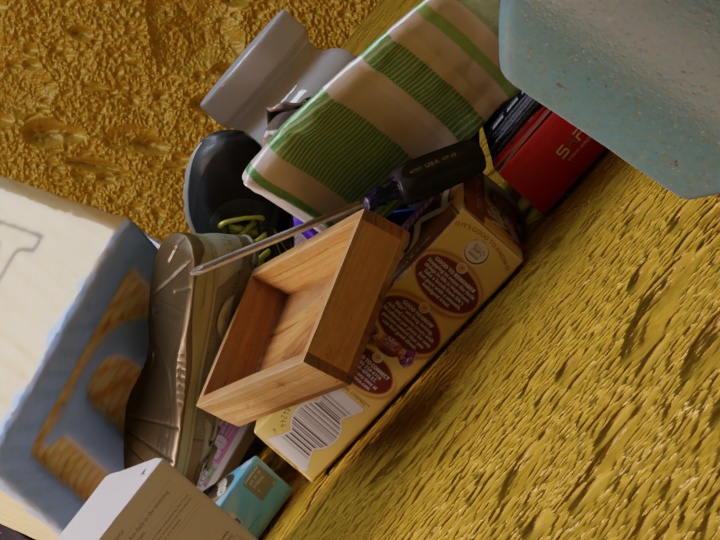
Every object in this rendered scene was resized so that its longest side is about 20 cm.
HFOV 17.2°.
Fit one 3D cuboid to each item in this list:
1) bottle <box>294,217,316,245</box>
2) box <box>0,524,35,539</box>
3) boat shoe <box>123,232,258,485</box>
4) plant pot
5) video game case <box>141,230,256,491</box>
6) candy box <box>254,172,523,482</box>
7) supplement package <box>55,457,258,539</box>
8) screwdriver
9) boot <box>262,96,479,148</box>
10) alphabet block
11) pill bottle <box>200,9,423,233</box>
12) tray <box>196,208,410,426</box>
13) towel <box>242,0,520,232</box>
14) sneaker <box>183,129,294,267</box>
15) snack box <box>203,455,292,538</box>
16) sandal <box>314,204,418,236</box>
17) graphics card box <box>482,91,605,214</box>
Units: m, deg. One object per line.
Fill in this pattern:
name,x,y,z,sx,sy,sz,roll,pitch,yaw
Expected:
bottle,-0.102,0.032,2.145,0.200,0.065,0.083,-51,9,-11
box,-0.241,0.196,1.873,0.115,0.132,0.200,-51,6,31
boat shoe,-0.110,0.073,1.576,0.073,0.063,0.203,22,108,52
plant pot,0.172,-0.154,1.120,0.200,0.195,0.197,-56,2,37
video game case,-0.148,0.066,1.793,0.144,0.199,0.018,-60,-30,1
candy box,0.019,0.031,1.522,0.200,0.056,0.117,-48,9,16
supplement package,-0.150,0.222,1.355,0.200,0.111,0.156,-51,8,-18
screwdriver,-0.011,-0.032,1.469,0.199,0.029,0.028,-28,0,-12
boot,0.008,-0.096,1.619,0.200,0.145,0.071,-37,-54,-84
alphabet block,-0.239,0.063,1.659,0.197,0.199,0.196,-61,-32,-18
pill bottle,-0.014,-0.089,1.744,0.116,0.200,0.116,-48,7,8
tray,-0.037,0.033,1.452,0.200,0.037,0.099,-27,39,67
towel,0.031,-0.099,1.462,0.200,0.023,0.152,-40,-29,12
sneaker,-0.068,0.003,1.621,0.074,0.202,0.085,-15,17,-10
snack box,-0.126,0.201,1.586,0.116,0.037,0.200,-53,9,-32
sandal,0.000,0.000,1.672,0.200,0.087,0.080,-47,10,30
graphics card box,0.139,-0.114,1.568,0.126,0.051,0.200,-48,9,9
